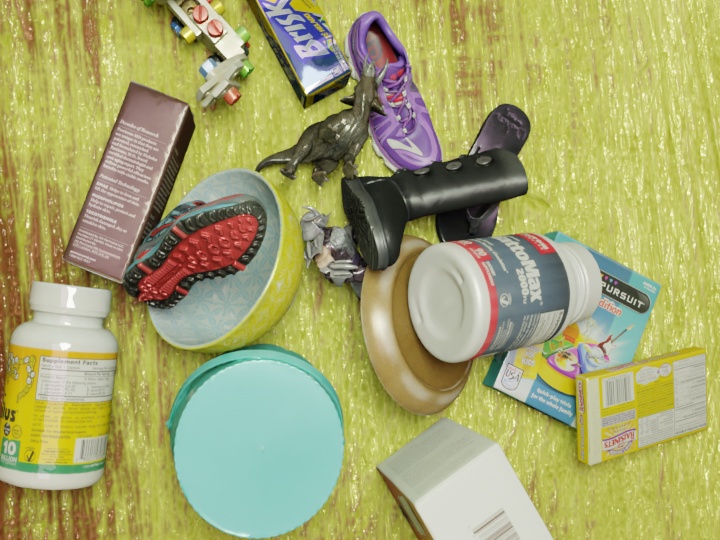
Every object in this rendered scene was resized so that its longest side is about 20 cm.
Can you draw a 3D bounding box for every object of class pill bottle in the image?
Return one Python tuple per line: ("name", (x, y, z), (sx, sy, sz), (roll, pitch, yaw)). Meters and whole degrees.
("pill bottle", (0.159, 0.023, 0.860), (0.196, 0.119, 0.123), (-8, 88, -34))
("pill bottle", (-0.318, 0.118, 0.855), (0.110, 0.113, 0.205), (7, 87, -8))

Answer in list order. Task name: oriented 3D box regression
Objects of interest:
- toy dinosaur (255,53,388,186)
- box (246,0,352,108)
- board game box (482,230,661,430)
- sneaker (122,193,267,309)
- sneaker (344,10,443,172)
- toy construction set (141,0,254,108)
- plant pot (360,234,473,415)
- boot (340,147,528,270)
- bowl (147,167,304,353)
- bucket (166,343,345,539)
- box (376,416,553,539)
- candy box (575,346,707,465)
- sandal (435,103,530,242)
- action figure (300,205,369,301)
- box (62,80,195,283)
("toy dinosaur", (-0.036, -0.145, 0.914), (0.077, 0.103, 0.199), (44, 126, -16))
("box", (-0.084, -0.296, 0.930), (0.063, 0.070, 0.203), (-29, 92, -6))
("board game box", (0.257, 0.078, 0.978), (0.148, 0.047, 0.204), (25, 84, -7))
("sneaker", (-0.165, -0.041, 0.798), (0.079, 0.198, 0.097), (37, 45, -34))
("sneaker", (0.037, -0.203, 0.938), (0.079, 0.083, 0.203), (-27, 93, -8))
("toy construction set", (-0.176, -0.274, 0.884), (0.091, 0.131, 0.203), (-29, 92, -8))
("plant pot", (0.074, 0.057, 0.898), (0.198, 0.027, 0.205), (17, 67, -45))
("boot", (0.089, -0.072, 0.869), (0.195, 0.166, 0.067), (-9, 125, -10))
("bowl", (-0.129, 0.002, 0.881), (0.107, 0.198, 0.204), (30, 82, -49))
("bucket", (-0.110, 0.180, 0.872), (0.202, 0.135, 0.213), (0, 87, -10))
("box", (0.113, 0.263, 0.870), (0.105, 0.200, 0.154), (-32, 92, -10))
("candy box", (0.339, 0.158, 0.963), (0.196, 0.026, 0.105), (-8, 100, -27))
("sandal", (0.146, -0.109, 0.971), (0.075, 0.043, 0.204), (22, 84, -7))
("action figure", (0.000, 0.000, 0.915), (0.069, 0.131, 0.200), (-32, 110, 29))
("box", (-0.248, -0.090, 0.881), (0.074, 0.100, 0.204), (22, 84, -6))
